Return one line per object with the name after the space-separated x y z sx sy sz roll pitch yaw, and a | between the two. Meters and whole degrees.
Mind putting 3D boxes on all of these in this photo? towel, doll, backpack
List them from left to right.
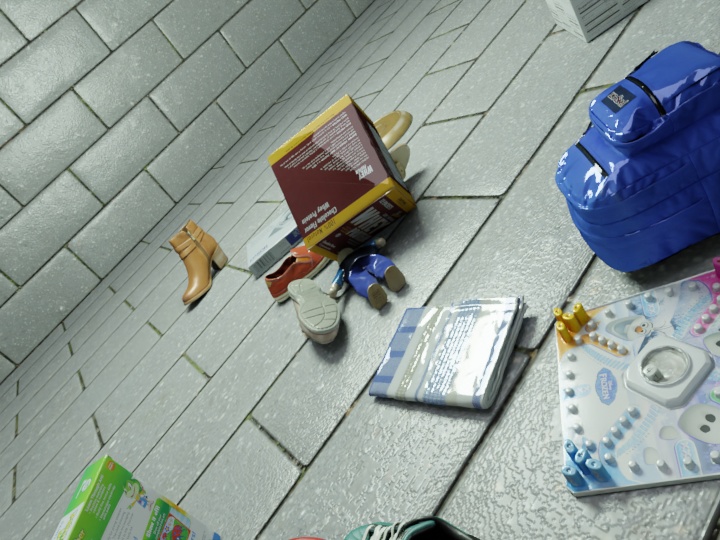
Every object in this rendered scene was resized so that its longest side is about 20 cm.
0.000 0.000 0.944 0.136 0.049 0.200 -43 27 -4 | doll
0.104 0.100 0.683 0.197 0.024 0.149 -11 42 50 | towel
0.304 -0.116 0.574 0.198 0.169 0.164 -34 20 21 | backpack

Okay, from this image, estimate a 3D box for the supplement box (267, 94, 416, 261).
-0.034 -0.164 1.029 0.194 0.132 0.204 -32 71 16 | supplement box

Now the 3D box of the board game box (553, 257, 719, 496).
0.265 0.083 0.483 0.196 0.026 0.203 -24 31 33 | board game box

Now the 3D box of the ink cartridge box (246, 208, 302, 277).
-0.201 -0.097 1.371 0.198 0.041 0.201 -40 26 5 | ink cartridge box

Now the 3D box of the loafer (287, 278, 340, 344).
-0.077 0.078 0.937 0.069 0.065 0.200 -11 25 -16 | loafer

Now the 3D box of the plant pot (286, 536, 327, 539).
-0.018 0.312 0.351 0.197 0.184 0.203 -31 29 19 | plant pot

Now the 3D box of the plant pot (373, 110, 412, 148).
0.046 -0.350 1.427 0.197 0.028 0.203 -32 29 19 | plant pot

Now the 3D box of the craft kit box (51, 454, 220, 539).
-0.255 0.347 0.608 0.048 0.199 0.202 -28 28 18 | craft kit box

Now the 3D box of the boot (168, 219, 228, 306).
-0.455 -0.024 1.480 0.075 0.156 0.203 -9 41 45 | boot

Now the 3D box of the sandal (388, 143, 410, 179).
0.048 -0.149 1.103 0.213 0.077 0.070 -49 53 1 | sandal

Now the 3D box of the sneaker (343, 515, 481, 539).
0.044 0.245 0.479 0.196 0.080 0.072 -16 35 42 | sneaker

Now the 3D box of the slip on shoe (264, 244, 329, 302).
-0.114 -0.023 1.122 0.199 0.062 0.074 -42 25 -3 | slip on shoe

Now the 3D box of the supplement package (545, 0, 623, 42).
0.461 -0.565 1.085 0.153 0.111 0.202 -32 28 19 | supplement package
